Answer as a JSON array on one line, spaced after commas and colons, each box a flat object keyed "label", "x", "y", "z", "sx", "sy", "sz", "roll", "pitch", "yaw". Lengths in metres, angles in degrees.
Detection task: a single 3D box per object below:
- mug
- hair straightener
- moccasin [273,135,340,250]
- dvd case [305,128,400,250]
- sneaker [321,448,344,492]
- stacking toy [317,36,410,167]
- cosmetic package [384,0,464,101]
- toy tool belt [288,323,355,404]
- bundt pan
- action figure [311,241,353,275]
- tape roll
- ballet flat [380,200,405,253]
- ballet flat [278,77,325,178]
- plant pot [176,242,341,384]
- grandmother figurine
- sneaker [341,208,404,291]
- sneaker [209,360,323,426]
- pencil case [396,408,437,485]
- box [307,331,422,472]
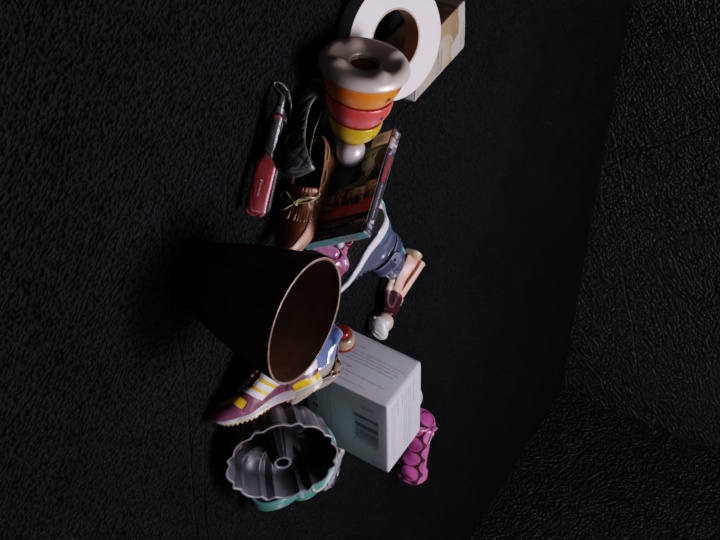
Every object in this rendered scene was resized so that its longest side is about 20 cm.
[{"label": "mug", "x": -0.119, "y": 0.369, "z": 1.962, "sx": 0.152, "sy": 0.113, "sz": 0.188, "roll": 23, "pitch": 87, "yaw": -67}, {"label": "hair straightener", "x": -0.137, "y": -0.186, "z": 1.581, "sx": 0.077, "sy": 0.040, "sz": 0.203, "roll": -58, "pitch": 158, "yaw": -77}, {"label": "moccasin", "x": -0.089, "y": -0.121, "z": 1.675, "sx": 0.204, "sy": 0.073, "sz": 0.078, "roll": -64, "pitch": 154, "yaw": -13}, {"label": "dvd case", "x": -0.015, "y": -0.132, "z": 1.699, "sx": 0.022, "sy": 0.145, "sz": 0.203, "roll": 37, "pitch": 56, "yaw": -37}, {"label": "sneaker", "x": -0.085, "y": 0.425, "z": 2.140, "sx": 0.200, "sy": 0.074, "sz": 0.117, "roll": -39, "pitch": 145, "yaw": -51}, {"label": "stacking toy", "x": -0.004, "y": -0.253, "z": 1.648, "sx": 0.146, "sy": 0.145, "sz": 0.202, "roll": -45, "pitch": 154, "yaw": -43}, {"label": "cosmetic package", "x": 0.115, "y": -0.408, "z": 1.892, "sx": 0.201, "sy": 0.070, "sz": 0.106, "roll": -52, "pitch": 151, "yaw": -35}, {"label": "toy tool belt", "x": -0.082, "y": 0.134, "z": 1.834, "sx": 0.199, "sy": 0.124, "sz": 0.124, "roll": -38, "pitch": 144, "yaw": -32}, {"label": "bundt pan", "x": -0.141, "y": 0.306, "z": 1.810, "sx": 0.076, "sy": 0.198, "sz": 0.204, "roll": -108, "pitch": -168, "yaw": -46}, {"label": "action figure", "x": -0.074, "y": 0.005, "z": 1.739, "sx": 0.199, "sy": 0.148, "sz": 0.135, "roll": -38, "pitch": 138, "yaw": -27}, {"label": "tape roll", "x": 0.048, "y": -0.382, "z": 1.719, "sx": 0.201, "sy": 0.037, "sz": 0.206, "roll": -19, "pitch": 121, "yaw": -33}, {"label": "ballet flat", "x": 0.030, "y": -0.070, "z": 2.007, "sx": 0.071, "sy": 0.069, "sz": 0.201, "roll": -43, "pitch": 147, "yaw": -11}, {"label": "ballet flat", "x": -0.077, "y": -0.218, "z": 1.604, "sx": 0.067, "sy": 0.056, "sz": 0.202, "roll": 72, "pitch": 25, "yaw": -51}, {"label": "plant pot", "x": -0.159, "y": 0.038, "z": 1.495, "sx": 0.187, "sy": 0.198, "sz": 0.189, "roll": -45, "pitch": 147, "yaw": -42}, {"label": "grandmother figurine", "x": 0.074, "y": 0.052, "z": 2.202, "sx": 0.202, "sy": 0.060, "sz": 0.122, "roll": -64, "pitch": 148, "yaw": -19}, {"label": "sneaker", "x": 0.002, "y": 0.000, "z": 1.927, "sx": 0.203, "sy": 0.077, "sz": 0.146, "roll": -48, "pitch": 147, "yaw": -8}, {"label": "sneaker", "x": -0.165, "y": 0.183, "z": 1.720, "sx": 0.198, "sy": 0.075, "sz": 0.091, "roll": -23, "pitch": 102, "yaw": -12}, {"label": "pencil case", "x": 0.142, "y": 0.450, "z": 2.632, "sx": 0.091, "sy": 0.093, "sz": 0.202, "roll": -43, "pitch": 146, "yaw": -45}, {"label": "box", "x": 0.006, "y": 0.249, "z": 2.033, "sx": 0.131, "sy": 0.198, "sz": 0.201, "roll": -46, "pitch": 147, "yaw": -38}]
